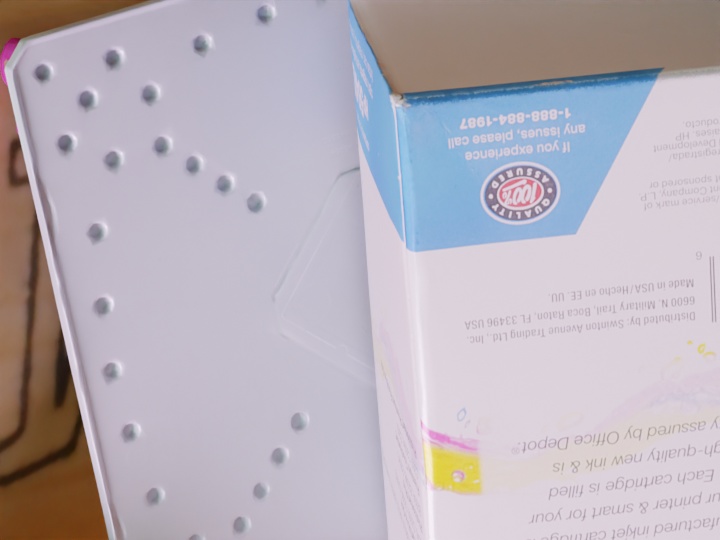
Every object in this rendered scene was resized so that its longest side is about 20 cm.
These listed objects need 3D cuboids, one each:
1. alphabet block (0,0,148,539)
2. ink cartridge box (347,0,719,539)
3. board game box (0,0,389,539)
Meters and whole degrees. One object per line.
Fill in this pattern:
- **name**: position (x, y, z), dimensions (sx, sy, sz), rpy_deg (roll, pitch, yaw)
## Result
- **alphabet block**: position (-0.142, -0.019, 0.965), dimensions (0.195, 0.200, 0.197), rpy_deg (14, 109, 28)
- **ink cartridge box**: position (0.070, 0.026, 0.812), dimensions (0.128, 0.125, 0.201), rpy_deg (-5, 109, -5)
- **board game box**: position (0.000, 0.000, 0.876), dimensions (0.026, 0.199, 0.201), rpy_deg (23, 127, 59)
